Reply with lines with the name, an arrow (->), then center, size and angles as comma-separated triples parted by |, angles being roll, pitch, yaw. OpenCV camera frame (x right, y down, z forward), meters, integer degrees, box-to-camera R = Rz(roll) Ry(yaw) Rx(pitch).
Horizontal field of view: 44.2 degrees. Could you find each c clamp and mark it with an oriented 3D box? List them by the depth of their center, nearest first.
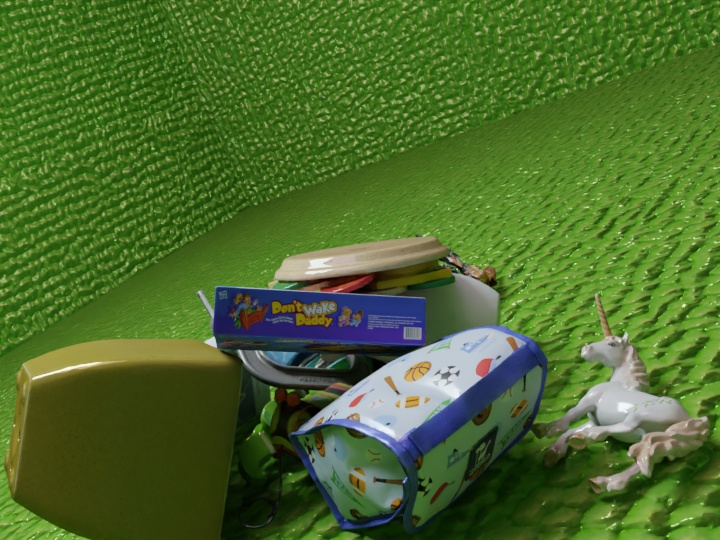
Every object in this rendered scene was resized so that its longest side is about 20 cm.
c clamp -> -0.082, 0.082, 1.043 | 0.197, 0.027, 0.171 | 12, 27, -28

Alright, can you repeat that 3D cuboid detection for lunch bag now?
lunch bag -> 0.056, 0.135, 0.767 | 0.169, 0.125, 0.200 | -32, -4, -29

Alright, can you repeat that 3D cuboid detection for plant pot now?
plant pot -> -0.251, 0.166, 0.906 | 0.197, 0.199, 0.194 | 10, -2, -25

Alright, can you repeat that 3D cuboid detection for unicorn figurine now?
unicorn figurine -> 0.214, 0.116, 0.745 | 0.136, 0.075, 0.200 | -27, 29, -14

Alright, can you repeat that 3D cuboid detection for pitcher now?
pitcher -> 0.066, 0.056, 1.044 | 0.196, 0.123, 0.172 | 2, 18, 13

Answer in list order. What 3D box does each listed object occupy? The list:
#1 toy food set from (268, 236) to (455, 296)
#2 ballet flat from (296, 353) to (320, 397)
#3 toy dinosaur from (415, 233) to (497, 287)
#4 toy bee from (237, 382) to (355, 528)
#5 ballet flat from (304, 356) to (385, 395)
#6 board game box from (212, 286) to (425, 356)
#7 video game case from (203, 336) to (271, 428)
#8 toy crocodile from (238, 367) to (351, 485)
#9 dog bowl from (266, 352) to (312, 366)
toy food set -> 0.000, 0.000, 0.947 | 0.197, 0.050, 0.198 | -9, 5, -12
ballet flat -> -0.010, 0.108, 1.203 | 0.198, 0.070, 0.069 | -31, 14, -22
toy dinosaur -> 0.131, 0.024, 1.233 | 0.134, 0.104, 0.199 | 21, 1, 31
toy bee -> -0.047, 0.161, 0.917 | 0.129, 0.110, 0.200 | 1, 25, 18
ballet flat -> 0.010, 0.102, 1.141 | 0.198, 0.073, 0.072 | -23, 12, -16
board game box -> -0.045, 0.054, 0.879 | 0.196, 0.046, 0.135 | 3, -11, -8
video game case -> -0.200, 0.164, 1.111 | 0.198, 0.184, 0.023 | -30, 54, -26
toy crocodile -> -0.065, 0.174, 1.029 | 0.199, 0.062, 0.068 | -28, -23, -39
dog bowl -> -0.055, 0.090, 1.226 | 0.199, 0.050, 0.112 | -20, -32, -49
